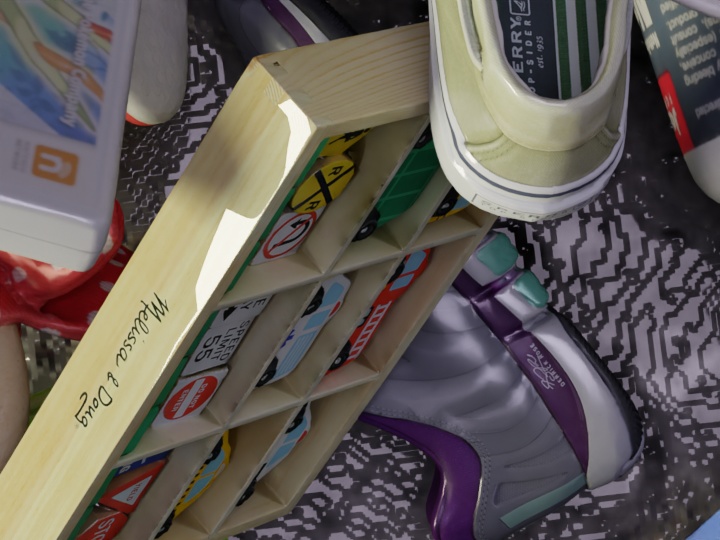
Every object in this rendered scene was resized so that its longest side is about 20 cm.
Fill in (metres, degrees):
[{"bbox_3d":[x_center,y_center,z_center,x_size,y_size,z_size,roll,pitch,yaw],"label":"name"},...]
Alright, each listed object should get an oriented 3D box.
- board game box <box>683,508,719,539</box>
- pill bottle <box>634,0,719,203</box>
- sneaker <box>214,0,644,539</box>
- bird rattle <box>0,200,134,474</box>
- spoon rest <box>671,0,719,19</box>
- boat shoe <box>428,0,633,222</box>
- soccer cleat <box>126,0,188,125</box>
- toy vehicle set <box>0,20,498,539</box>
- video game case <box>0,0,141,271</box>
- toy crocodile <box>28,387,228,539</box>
[{"bbox_3d":[0.192,0.112,0.877,0.200,0.039,0.158,-40,83,-10],"label":"board game box"},{"bbox_3d":[0.146,-0.082,0.847,0.120,0.120,0.200,-18,86,-4],"label":"pill bottle"},{"bbox_3d":[0.000,0.000,0.859,0.088,0.074,0.200,-37,89,0],"label":"sneaker"},{"bbox_3d":[-0.157,0.028,0.824,0.200,0.113,0.163,6,56,-11],"label":"bird rattle"},{"bbox_3d":[0.064,-0.113,0.760,0.200,0.061,0.099,-2,84,1],"label":"spoon rest"},{"bbox_3d":[0.044,-0.112,0.695,0.072,0.062,0.200,-2,69,-11],"label":"boat shoe"},{"bbox_3d":[-0.076,-0.143,0.848,0.085,0.069,0.200,-22,70,23],"label":"soccer cleat"},{"bbox_3d":[-0.024,0.012,0.771,0.027,0.124,0.200,49,128,20],"label":"toy vehicle set"},{"bbox_3d":[-0.145,-0.096,0.725,0.182,0.022,0.200,16,42,-12],"label":"video game case"},{"bbox_3d":[-0.062,0.128,0.852,0.067,0.062,0.200,-28,84,-44],"label":"toy crocodile"}]
